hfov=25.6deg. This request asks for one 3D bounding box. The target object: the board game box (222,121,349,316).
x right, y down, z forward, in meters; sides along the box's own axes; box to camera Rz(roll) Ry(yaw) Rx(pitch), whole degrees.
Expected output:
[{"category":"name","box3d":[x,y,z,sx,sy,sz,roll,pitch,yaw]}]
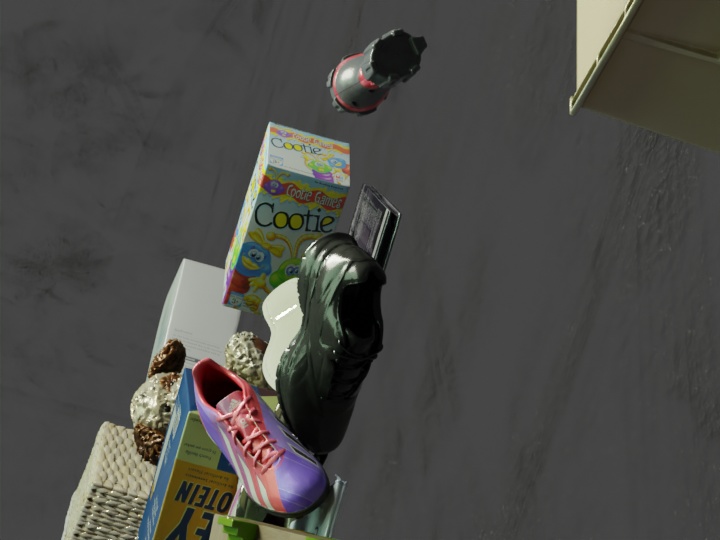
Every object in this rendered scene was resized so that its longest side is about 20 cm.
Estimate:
[{"category":"board game box","box3d":[-0.088,-0.054,1.873,0.103,0.103,0.202,-91,18,-57]}]

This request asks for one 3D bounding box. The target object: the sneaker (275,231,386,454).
[{"category":"sneaker","box3d":[-0.022,0.073,1.403,0.091,0.075,0.203,30,119,54]}]

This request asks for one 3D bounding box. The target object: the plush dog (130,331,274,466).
[{"category":"plush dog","box3d":[-0.199,0.179,1.950,0.202,0.170,0.161,-86,15,-46]}]

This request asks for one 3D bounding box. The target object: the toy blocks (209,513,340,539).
[{"category":"toy blocks","box3d":[-0.076,0.280,1.297,0.199,0.099,0.139,-1,75,56]}]

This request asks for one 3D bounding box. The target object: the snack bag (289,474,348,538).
[{"category":"snack bag","box3d":[-0.057,0.299,1.414,0.189,0.021,0.202,127,159,-64]}]

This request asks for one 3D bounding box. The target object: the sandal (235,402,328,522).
[{"category":"sandal","box3d":[-0.062,0.178,1.502,0.080,0.057,0.202,88,-160,-47]}]

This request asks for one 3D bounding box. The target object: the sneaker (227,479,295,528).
[{"category":"sneaker","box3d":[-0.109,0.273,1.568,0.088,0.080,0.203,-114,39,-77]}]

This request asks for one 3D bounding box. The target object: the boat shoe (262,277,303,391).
[{"category":"boat shoe","box3d":[-0.061,0.081,1.650,0.072,0.061,0.202,-31,27,10]}]

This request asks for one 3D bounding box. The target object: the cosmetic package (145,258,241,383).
[{"category":"cosmetic package","box3d":[-0.279,0.116,2.661,0.200,0.121,0.202,127,158,-65]}]

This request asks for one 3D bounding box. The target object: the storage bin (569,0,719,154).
[{"category":"storage bin","box3d":[0.166,-0.184,0.660,0.199,0.093,0.202,117,165,-49]}]

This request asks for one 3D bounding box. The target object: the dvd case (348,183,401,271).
[{"category":"dvd case","box3d":[0.000,0.000,1.550,0.200,0.016,0.151,-123,49,-78]}]

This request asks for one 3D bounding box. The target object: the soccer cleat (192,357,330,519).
[{"category":"soccer cleat","box3d":[-0.096,0.150,1.419,0.200,0.068,0.074,41,160,50]}]

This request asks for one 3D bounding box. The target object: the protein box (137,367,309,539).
[{"category":"protein box","box3d":[-0.152,0.238,1.705,0.199,0.133,0.203,-128,54,-78]}]

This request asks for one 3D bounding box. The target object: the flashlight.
[{"category":"flashlight","box3d":[0.012,-0.204,1.638,0.200,0.067,0.069,173,113,-80]}]

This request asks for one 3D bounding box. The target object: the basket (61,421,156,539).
[{"category":"basket","box3d":[-0.342,0.365,2.426,0.201,0.196,0.162,-96,25,-66]}]
